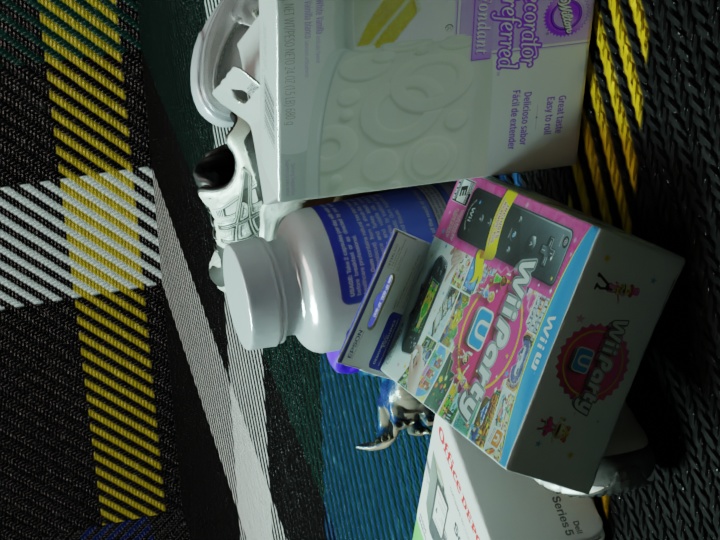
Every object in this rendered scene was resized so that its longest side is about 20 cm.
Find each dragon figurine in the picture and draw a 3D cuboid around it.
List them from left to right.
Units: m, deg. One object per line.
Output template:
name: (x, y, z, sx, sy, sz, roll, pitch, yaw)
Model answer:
dragon figurine: (0.033, 0.103, 1.504, 0.200, 0.058, 0.100, 119, 140, -69)

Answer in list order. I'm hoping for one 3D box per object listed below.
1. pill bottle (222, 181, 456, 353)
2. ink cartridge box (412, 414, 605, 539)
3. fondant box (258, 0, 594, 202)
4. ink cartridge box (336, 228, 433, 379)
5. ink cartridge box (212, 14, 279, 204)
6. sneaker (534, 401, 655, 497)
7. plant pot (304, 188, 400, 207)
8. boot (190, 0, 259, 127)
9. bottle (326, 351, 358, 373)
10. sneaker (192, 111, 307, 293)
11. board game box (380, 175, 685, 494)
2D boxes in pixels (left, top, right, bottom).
pill bottle: (0.000, 0.000, 1.256, 0.112, 0.198, 0.113, 169, 90, -75)
ink cartridge box: (0.103, 0.199, 1.209, 0.201, 0.083, 0.146, 96, 161, -48)
fondant box: (0.039, -0.127, 1.009, 0.058, 0.198, 0.145, -114, 20, -50)
ink cartridge box: (0.041, 0.031, 1.136, 0.037, 0.200, 0.095, 24, 91, 29)
ink cartridge box: (0.001, -0.123, 1.176, 0.129, 0.198, 0.126, 159, 101, -77)
sneaker: (0.129, 0.075, 1.045, 0.200, 0.073, 0.081, -125, 31, -62)
plant pot: (-0.006, -0.076, 1.394, 0.201, 0.092, 0.202, -44, 31, 35)
boot: (-0.065, -0.209, 1.269, 0.095, 0.073, 0.201, -15, 51, 66)
bottle: (-0.020, -0.001, 1.646, 0.084, 0.065, 0.201, 112, 147, -63)
sneaker: (-0.096, -0.060, 1.311, 0.200, 0.087, 0.076, 121, 161, -46)
board game box: (0.098, 0.029, 1.002, 0.149, 0.064, 0.200, -69, 24, 5)
